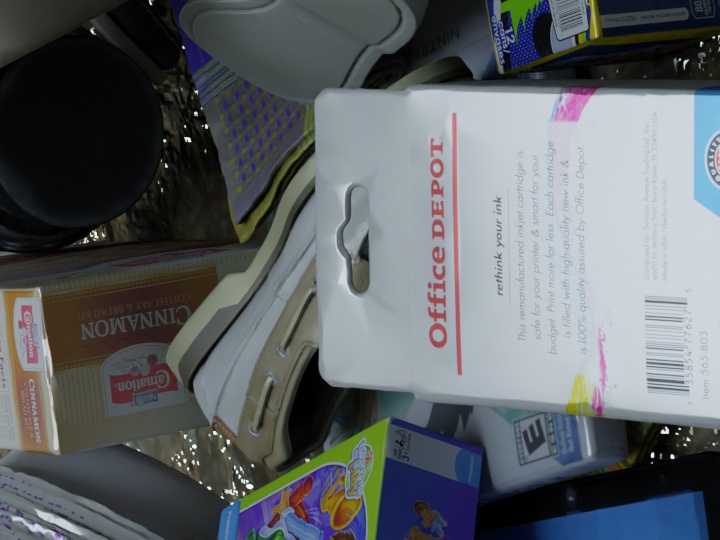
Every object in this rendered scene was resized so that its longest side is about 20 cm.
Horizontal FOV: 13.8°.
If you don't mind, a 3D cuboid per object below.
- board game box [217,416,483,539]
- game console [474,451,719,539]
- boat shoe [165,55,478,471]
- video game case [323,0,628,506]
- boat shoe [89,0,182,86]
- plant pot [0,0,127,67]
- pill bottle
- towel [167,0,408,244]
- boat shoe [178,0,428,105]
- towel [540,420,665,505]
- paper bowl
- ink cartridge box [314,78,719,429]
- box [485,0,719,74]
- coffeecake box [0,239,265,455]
[{"bbox_3d":[-0.016,0.172,1.144,0.134,0.045,0.200,-33,43,52],"label":"board game box"},{"bbox_3d":[0.058,0.172,1.101,0.118,0.171,0.200,56,147,-9],"label":"game console"},{"bbox_3d":[0.000,0.000,1.166,0.068,0.075,0.200,52,132,18],"label":"boat shoe"},{"bbox_3d":[0.032,-0.005,1.190,0.182,0.022,0.200,-24,70,54],"label":"video game case"},{"bbox_3d":[-0.134,-0.177,1.369,0.200,0.063,0.073,54,177,7],"label":"boat shoe"},{"bbox_3d":[-0.161,-0.174,1.195,0.200,0.200,0.174,-13,108,55],"label":"plant pot"},{"bbox_3d":[-0.170,-0.064,1.388,0.200,0.112,0.112,5,101,63],"label":"pill bottle"},{"bbox_3d":[-0.042,-0.129,1.269,0.144,0.023,0.200,-46,52,47],"label":"towel"},{"bbox_3d":[-0.015,-0.114,1.144,0.060,0.074,0.200,-63,10,-15],"label":"boat shoe"},{"bbox_3d":[0.070,0.102,1.185,0.086,0.018,0.200,51,135,41],"label":"towel"},{"bbox_3d":[-0.109,0.146,1.319,0.200,0.201,0.104,1,56,55],"label":"paper bowl"},{"bbox_3d":[0.082,-0.010,1.050,0.200,0.068,0.115,4,98,36],"label":"ink cartridge box"},{"bbox_3d":[0.075,-0.175,1.074,0.064,0.070,0.200,-15,84,57],"label":"box"},{"bbox_3d":[-0.122,0.030,1.321,0.200,0.153,0.073,0,98,54],"label":"coffeecake box"}]
